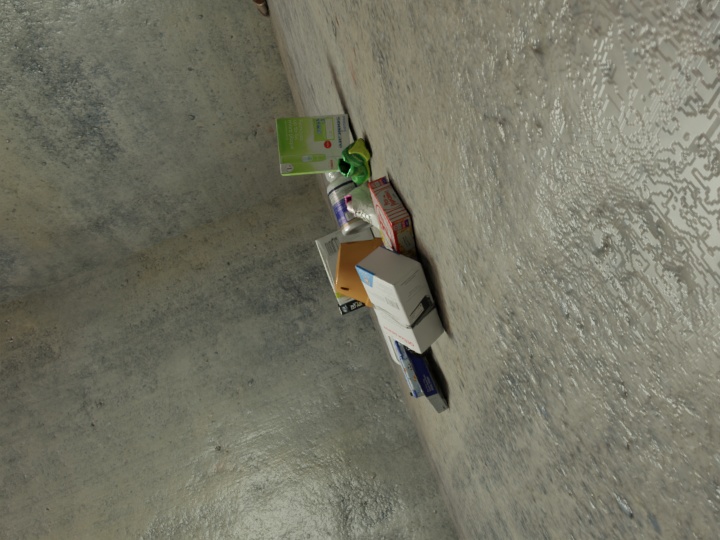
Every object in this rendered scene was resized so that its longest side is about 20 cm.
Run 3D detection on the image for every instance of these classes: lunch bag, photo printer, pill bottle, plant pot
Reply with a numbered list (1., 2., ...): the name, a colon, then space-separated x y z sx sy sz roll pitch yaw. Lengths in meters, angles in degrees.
1. lunch bag: 0.176 0.332 1.880 0.160 0.074 0.204 -123 14 -82
2. photo printer: 0.135 0.268 2.142 0.166 0.068 0.204 -171 60 -85
3. pill bottle: -0.032 -0.217 1.610 0.120 0.117 0.204 99 151 -82
4. plant pot: 0.000 0.000 1.575 0.200 0.137 0.205 -173 90 -86

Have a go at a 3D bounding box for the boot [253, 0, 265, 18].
1. boot: -0.507 -1.370 2.828 0.147 0.069 0.203 64 -176 -57

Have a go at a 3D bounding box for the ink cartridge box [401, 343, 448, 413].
1. ink cartridge box: 0.183 0.293 1.595 0.201 0.043 0.199 59 -173 -55

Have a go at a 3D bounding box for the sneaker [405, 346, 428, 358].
1. sneaker: 0.129 0.156 1.558 0.202 0.071 0.072 56 -170 7

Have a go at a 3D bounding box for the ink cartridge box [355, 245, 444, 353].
1. ink cartridge box: 0.088 0.064 1.211 0.144 0.084 0.202 27 147 50

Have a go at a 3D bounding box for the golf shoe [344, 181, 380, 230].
1. golf shoe: 0.017 -0.157 1.458 0.201 0.090 0.076 -117 8 -50

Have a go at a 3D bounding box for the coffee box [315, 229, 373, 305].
1. coffee box: -0.028 -0.025 1.972 0.198 0.196 0.203 77 170 -70

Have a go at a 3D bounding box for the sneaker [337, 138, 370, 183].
1. sneaker: -0.020 -0.276 1.405 0.200 0.082 0.075 84 164 -78

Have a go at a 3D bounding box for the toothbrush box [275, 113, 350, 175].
1. toothbrush box: -0.128 -0.343 1.507 0.086 0.195 0.149 -138 44 -80

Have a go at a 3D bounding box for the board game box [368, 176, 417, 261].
1. board game box: 0.080 -0.087 1.244 0.202 0.045 0.153 74 174 -46

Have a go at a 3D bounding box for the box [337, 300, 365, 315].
1. box: -0.007 0.148 2.562 0.160 0.196 0.044 -167 55 -86
